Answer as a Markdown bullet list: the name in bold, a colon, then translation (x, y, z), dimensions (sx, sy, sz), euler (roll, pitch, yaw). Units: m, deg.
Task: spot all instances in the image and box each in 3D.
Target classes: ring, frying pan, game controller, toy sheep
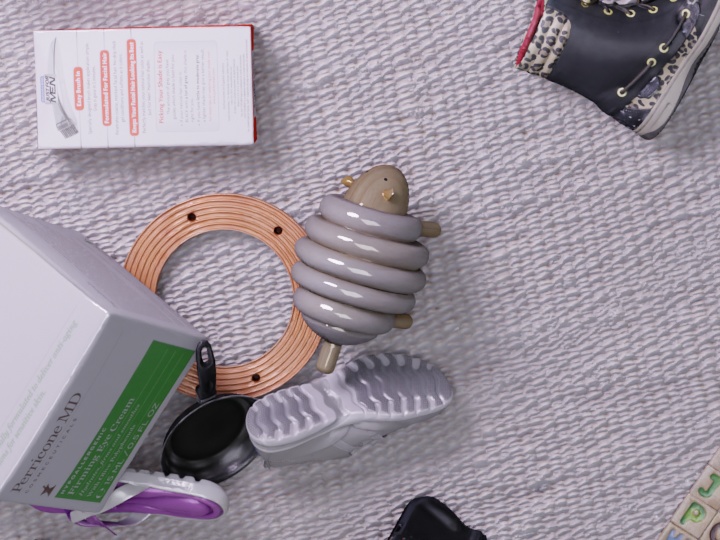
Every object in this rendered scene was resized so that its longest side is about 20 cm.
- **ring**: translation (-0.129, 0.025, 1.781), dimensions (0.200, 0.019, 0.201), euler (0, 97, 1)
- **frying pan**: translation (-0.152, 0.137, 1.737), dimensions (0.115, 0.031, 0.190), euler (-37, 139, -1)
- **game controller**: translation (0.061, 0.290, 1.732), dimensions (0.104, 0.200, 0.042), euler (36, 125, 0)
- **toy sheep**: translation (0.000, 0.000, 1.716), dimensions (0.138, 0.138, 0.200), euler (13, 95, -1)

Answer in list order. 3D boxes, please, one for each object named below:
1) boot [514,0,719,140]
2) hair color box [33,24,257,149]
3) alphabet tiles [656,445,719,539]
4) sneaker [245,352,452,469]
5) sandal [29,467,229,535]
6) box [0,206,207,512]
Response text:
- **boot**: translation (0.246, -0.239, 1.715), dimensions (0.154, 0.073, 0.204), euler (24, 100, -7)
- **hair color box**: translation (-0.197, -0.170, 1.735), dimensions (0.200, 0.064, 0.111), euler (-1, 98, -1)
- **alphabet tiles**: translation (0.409, 0.254, 1.813), dimensions (0.200, 0.008, 0.167), euler (32, 96, -3)
- **sneaker**: translation (-0.011, 0.136, 1.778), dimensions (0.200, 0.082, 0.075), euler (-12, 54, -9)
- **sandal**: translation (-0.225, 0.221, 1.759), dimensions (0.202, 0.082, 0.050), euler (-2, 55, 13)
- **box**: translation (-0.290, 0.078, 1.676), dimensions (0.200, 0.171, 0.199), euler (36, 97, 29)
